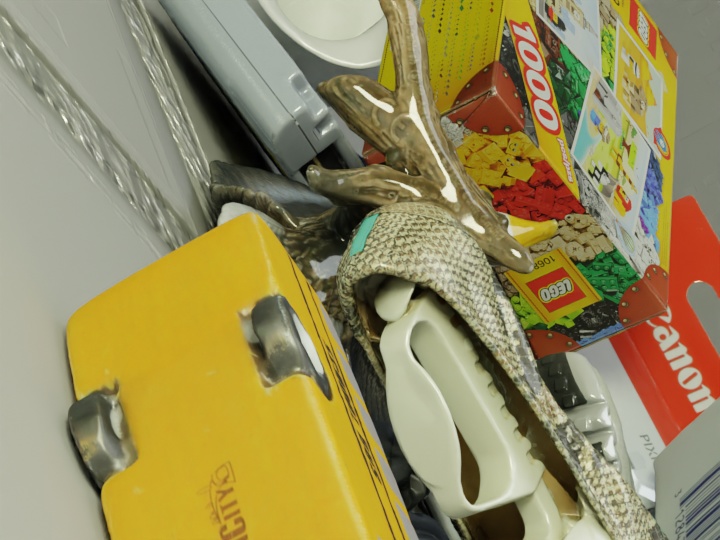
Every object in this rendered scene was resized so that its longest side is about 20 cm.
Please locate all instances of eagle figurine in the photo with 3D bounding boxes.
[{"bbox_3d":[0.007,0.001,0.897,0.200,0.150,0.153,129,-20,-62],"label":"eagle figurine"}]

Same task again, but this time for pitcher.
[{"bbox_3d":[-0.006,-0.132,1.205,0.172,0.121,0.200,52,-5,-5],"label":"pitcher"}]

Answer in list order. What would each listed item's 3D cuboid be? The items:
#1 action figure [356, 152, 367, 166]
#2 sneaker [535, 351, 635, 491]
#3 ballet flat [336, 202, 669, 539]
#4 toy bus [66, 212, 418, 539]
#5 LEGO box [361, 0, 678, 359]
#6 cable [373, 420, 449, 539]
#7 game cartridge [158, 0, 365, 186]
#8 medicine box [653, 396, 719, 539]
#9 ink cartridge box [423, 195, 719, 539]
[{"bbox_3d":[0.028,0.006,1.291,0.199,0.105,0.194,35,-4,8],"label":"action figure"},{"bbox_3d":[0.103,0.139,1.012,0.081,0.075,0.202,9,73,-58],"label":"sneaker"},{"bbox_3d":[0.048,0.072,0.757,0.201,0.067,0.075,58,27,-10],"label":"ballet flat"},{"bbox_3d":[-0.021,0.073,0.554,0.078,0.065,0.201,57,7,-44],"label":"toy bus"},{"bbox_3d":[0.084,-0.081,1.076,0.149,0.077,0.201,48,33,-29],"label":"LEGO box"},{"bbox_3d":[0.024,0.139,0.759,0.200,0.050,0.164,-91,157,-82],"label":"cable"},{"bbox_3d":[-0.036,-0.073,1.102,0.134,0.040,0.200,57,1,31],"label":"game cartridge"},{"bbox_3d":[0.233,0.161,0.978,0.199,0.103,0.183,37,28,-14],"label":"medicine box"},{"bbox_3d":[0.112,0.053,1.099,0.057,0.199,0.163,69,-5,-64],"label":"ink cartridge box"}]
